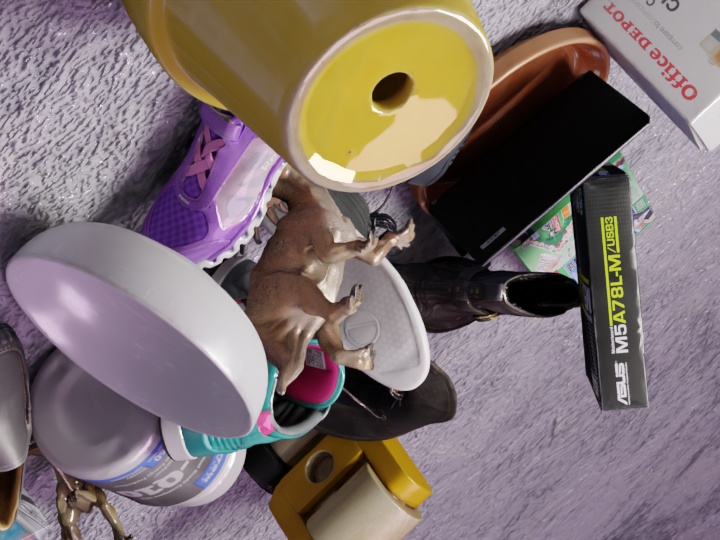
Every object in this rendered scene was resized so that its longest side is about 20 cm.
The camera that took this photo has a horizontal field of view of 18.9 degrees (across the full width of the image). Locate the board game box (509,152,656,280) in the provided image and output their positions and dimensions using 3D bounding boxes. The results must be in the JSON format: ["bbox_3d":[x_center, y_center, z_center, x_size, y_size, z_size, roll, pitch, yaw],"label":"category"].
[{"bbox_3d":[0.210,-0.044,2.065,0.135,0.029,0.200,-41,157,2],"label":"board game box"}]

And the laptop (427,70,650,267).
[{"bbox_3d":[0.155,-0.066,1.764,0.177,0.103,0.200,-40,157,1],"label":"laptop"}]

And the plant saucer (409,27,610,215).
[{"bbox_3d":[0.119,-0.124,1.777,0.200,0.032,0.200,-32,155,-17],"label":"plant saucer"}]

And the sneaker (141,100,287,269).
[{"bbox_3d":[-0.086,-0.089,1.476,0.200,0.080,0.088,-49,151,5],"label":"sneaker"}]

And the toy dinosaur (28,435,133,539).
[{"bbox_3d":[-0.221,0.182,1.720,0.058,0.101,0.200,-21,156,-3],"label":"toy dinosaur"}]

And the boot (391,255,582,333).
[{"bbox_3d":[0.114,0.023,1.859,0.200,0.174,0.069,-2,92,-53],"label":"boot"}]

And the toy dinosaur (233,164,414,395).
[{"bbox_3d":[-0.049,0.000,1.521,0.086,0.135,0.201,55,47,-61],"label":"toy dinosaur"}]

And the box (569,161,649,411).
[{"bbox_3d":[0.208,0.009,1.825,0.047,0.194,0.200,-3,-174,3],"label":"box"}]

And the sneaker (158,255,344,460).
[{"bbox_3d":[-0.068,0.059,1.606,0.200,0.120,0.084,-74,153,-46],"label":"sneaker"}]

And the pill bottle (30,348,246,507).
[{"bbox_3d":[-0.166,0.122,1.674,0.114,0.114,0.200,-42,157,4],"label":"pill bottle"}]

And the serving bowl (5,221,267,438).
[{"bbox_3d":[-0.142,0.030,1.471,0.066,0.200,0.200,-58,164,-22],"label":"serving bowl"}]

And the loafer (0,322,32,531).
[{"bbox_3d":[-0.263,0.113,1.562,0.073,0.072,0.200,-27,153,-26],"label":"loafer"}]

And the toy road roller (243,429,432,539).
[{"bbox_3d":[-0.002,0.198,1.962,0.123,0.200,0.146,-44,135,9],"label":"toy road roller"}]

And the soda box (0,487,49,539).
[{"bbox_3d":[-0.341,0.228,1.650,0.200,0.068,0.064,-26,153,-29],"label":"soda box"}]

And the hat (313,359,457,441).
[{"bbox_3d":[-0.007,0.064,1.825,0.201,0.200,0.081,94,11,-59],"label":"hat"}]

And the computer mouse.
[{"bbox_3d":[0.028,-0.066,1.701,0.058,0.034,0.200,22,123,-18],"label":"computer mouse"}]

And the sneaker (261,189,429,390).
[{"bbox_3d":[0.000,0.000,1.622,0.071,0.200,0.099,-39,169,18],"label":"sneaker"}]

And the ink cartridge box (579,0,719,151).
[{"bbox_3d":[0.300,-0.218,1.739,0.200,0.145,0.083,-43,156,6],"label":"ink cartridge box"}]

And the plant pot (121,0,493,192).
[{"bbox_3d":[-0.020,-0.152,1.246,0.200,0.189,0.201,-18,137,-17],"label":"plant pot"}]
